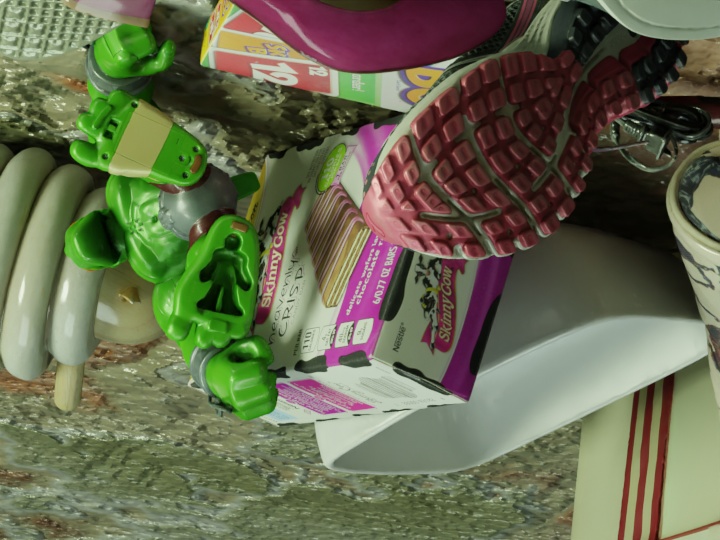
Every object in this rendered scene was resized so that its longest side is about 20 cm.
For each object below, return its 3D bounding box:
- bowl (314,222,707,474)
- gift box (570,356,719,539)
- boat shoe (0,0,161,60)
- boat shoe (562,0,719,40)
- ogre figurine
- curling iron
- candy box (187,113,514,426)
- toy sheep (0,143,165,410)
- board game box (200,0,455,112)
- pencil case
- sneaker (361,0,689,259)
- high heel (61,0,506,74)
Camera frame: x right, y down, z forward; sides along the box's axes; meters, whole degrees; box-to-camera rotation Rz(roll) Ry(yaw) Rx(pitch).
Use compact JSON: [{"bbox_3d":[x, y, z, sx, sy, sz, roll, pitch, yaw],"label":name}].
[{"bbox_3d":[0.079,0.037,1.569,0.199,0.075,0.200,-29,164,24],"label":"bowl"},{"bbox_3d":[0.230,0.154,1.759,0.184,0.187,0.200,17,156,-22],"label":"gift box"},{"bbox_3d":[-0.081,-0.154,1.257,0.199,0.062,0.075,-22,143,24],"label":"boat shoe"},{"bbox_3d":[0.089,-0.147,1.233,0.199,0.073,0.062,9,-160,-31],"label":"boat shoe"},{"bbox_3d":[-0.092,-0.025,1.451,0.200,0.098,0.120,51,170,-5],"label":"ogre figurine"},{"bbox_3d":[0.212,-0.065,1.406,0.199,0.050,0.026,2,131,-8],"label":"curling iron"},{"bbox_3d":[0.000,0.000,1.467,0.061,0.137,0.200,25,162,-23],"label":"candy box"},{"bbox_3d":[-0.193,-0.004,1.576,0.199,0.138,0.138,13,159,0],"label":"toy sheep"},{"bbox_3d":[0.031,-0.102,1.397,0.199,0.030,0.096,10,159,-13],"label":"board game box"},{"bbox_3d":[0.207,0.018,1.498,0.078,0.090,0.200,-13,136,6],"label":"pencil case"},{"bbox_3d":[0.065,-0.064,1.275,0.075,0.200,0.081,-10,112,45],"label":"sneaker"},{"bbox_3d":[-0.020,-0.136,1.189,0.199,0.068,0.096,2,136,-26],"label":"high heel"}]
